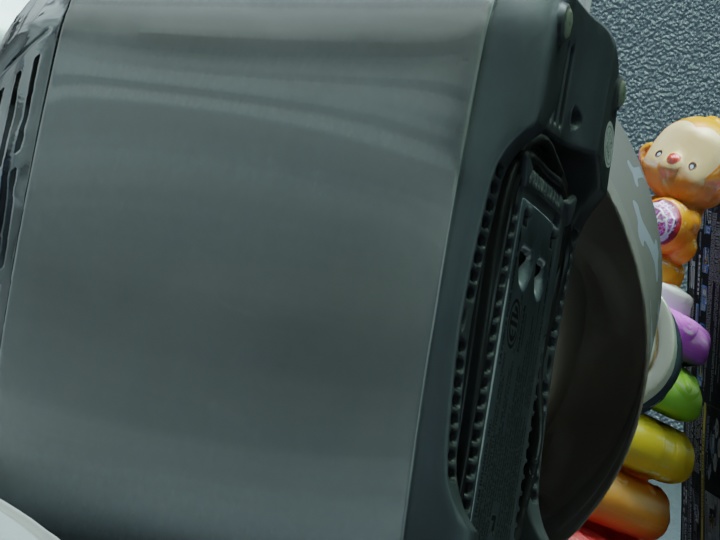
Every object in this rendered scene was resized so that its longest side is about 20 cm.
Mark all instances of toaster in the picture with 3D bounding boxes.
[{"bbox_3d":[-0.019,0.018,0.614,0.129,0.201,0.114,8,-4,16],"label":"toaster"}]

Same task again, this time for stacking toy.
[{"bbox_3d":[0.087,0.036,0.964,0.116,0.201,0.110,25,1,40],"label":"stacking toy"}]

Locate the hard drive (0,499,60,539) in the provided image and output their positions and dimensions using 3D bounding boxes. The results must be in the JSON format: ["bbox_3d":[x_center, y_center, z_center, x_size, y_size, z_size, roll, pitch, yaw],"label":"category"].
[{"bbox_3d":[-0.094,0.057,0.462,0.139,0.038,0.200,24,3,-39],"label":"hard drive"}]

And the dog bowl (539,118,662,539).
[{"bbox_3d":[0.000,0.000,0.815,0.199,0.201,0.059,26,30,14],"label":"dog bowl"}]

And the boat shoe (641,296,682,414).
[{"bbox_3d":[0.021,0.046,0.906,0.199,0.075,0.062,-18,-31,25],"label":"boat shoe"}]

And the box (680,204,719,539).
[{"bbox_3d":[0.154,0.070,0.974,0.049,0.201,0.161,1,3,-5],"label":"box"}]

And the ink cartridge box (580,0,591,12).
[{"bbox_3d":[0.003,-0.059,0.955,0.144,0.084,0.200,10,-10,3],"label":"ink cartridge box"}]

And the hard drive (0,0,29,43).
[{"bbox_3d":[-0.132,-0.099,0.720,0.199,0.026,0.132,12,40,-26],"label":"hard drive"}]
